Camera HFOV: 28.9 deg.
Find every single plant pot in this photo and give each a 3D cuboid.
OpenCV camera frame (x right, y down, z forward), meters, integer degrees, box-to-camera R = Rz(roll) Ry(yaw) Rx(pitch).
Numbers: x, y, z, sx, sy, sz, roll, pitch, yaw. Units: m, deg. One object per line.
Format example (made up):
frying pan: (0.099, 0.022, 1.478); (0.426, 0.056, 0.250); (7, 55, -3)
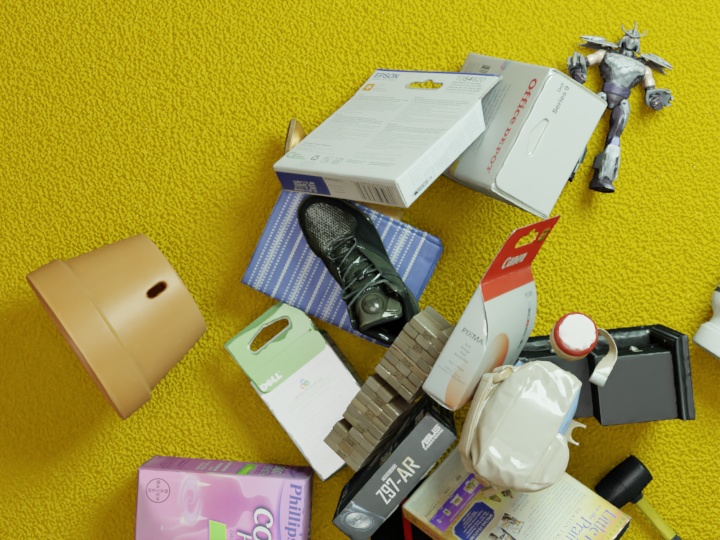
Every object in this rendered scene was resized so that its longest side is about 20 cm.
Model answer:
plant pot: (-0.271, 0.052, 1.607); (0.140, 0.200, 0.200); (-34, 89, -14)

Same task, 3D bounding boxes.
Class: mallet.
mallet: (0.352, 0.314, 1.645); (0.066, 0.041, 0.200); (-34, 93, 4)

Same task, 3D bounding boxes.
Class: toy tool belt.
toy tool belt: (0.181, 0.143, 1.464); (0.125, 0.123, 0.200); (27, 76, 4)

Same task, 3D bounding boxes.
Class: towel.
towel: (-0.020, -0.010, 1.614); (0.200, 0.024, 0.145); (24, 99, -4)

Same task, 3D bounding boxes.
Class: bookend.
bookend: (0.256, 0.120, 1.562); (0.199, 0.199, 0.092); (-6, 91, 5)

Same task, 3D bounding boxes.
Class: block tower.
block tower: (0.038, 0.127, 1.530); (0.058, 0.054, 0.200); (42, 116, 12)

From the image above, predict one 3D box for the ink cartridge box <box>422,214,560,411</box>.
ink cartridge box: (0.156, 0.043, 1.477); (0.050, 0.162, 0.200); (37, 111, 17)

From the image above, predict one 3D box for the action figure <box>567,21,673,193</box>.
action figure: (0.292, -0.193, 1.620); (0.130, 0.069, 0.201); (18, 89, 8)

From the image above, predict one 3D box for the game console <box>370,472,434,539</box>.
game console: (0.073, 0.337, 1.573); (0.031, 0.177, 0.200); (12, 56, -29)

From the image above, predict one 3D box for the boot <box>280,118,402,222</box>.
boot: (-0.022, -0.077, 1.646); (0.144, 0.071, 0.202); (1, 95, -2)

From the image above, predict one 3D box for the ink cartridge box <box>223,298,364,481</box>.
ink cartridge box: (-0.059, 0.137, 1.648); (0.104, 0.059, 0.200); (-38, 85, 3)

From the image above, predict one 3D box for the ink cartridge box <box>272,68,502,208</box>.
ink cartridge box: (0.035, -0.150, 1.548); (0.200, 0.199, 0.041); (-46, 126, -29)

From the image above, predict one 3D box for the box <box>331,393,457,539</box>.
box: (0.041, 0.220, 1.576); (0.044, 0.200, 0.160); (41, 94, 1)

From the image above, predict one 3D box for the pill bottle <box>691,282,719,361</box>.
pill bottle: (0.472, 0.024, 1.589); (0.116, 0.116, 0.200); (33, 93, 2)

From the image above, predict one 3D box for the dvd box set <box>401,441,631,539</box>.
dvd box set: (0.166, 0.264, 1.496); (0.200, 0.029, 0.146); (33, 65, 24)

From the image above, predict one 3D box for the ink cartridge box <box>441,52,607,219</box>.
ink cartridge box: (0.164, -0.154, 1.556); (0.087, 0.200, 0.146); (26, 92, -24)

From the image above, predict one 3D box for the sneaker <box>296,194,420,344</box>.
sneaker: (0.000, 0.000, 1.548); (0.076, 0.114, 0.200); (-32, 97, 5)

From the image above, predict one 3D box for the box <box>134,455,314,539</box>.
box: (-0.160, 0.318, 1.642); (0.199, 0.097, 0.176); (4, 91, 3)
